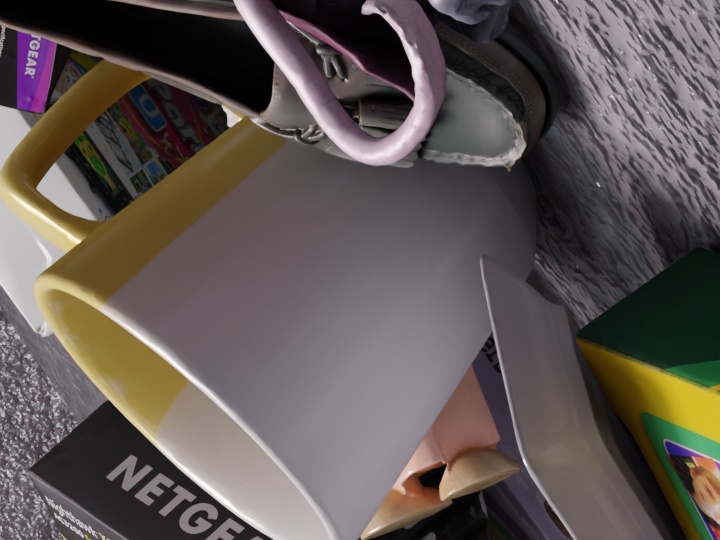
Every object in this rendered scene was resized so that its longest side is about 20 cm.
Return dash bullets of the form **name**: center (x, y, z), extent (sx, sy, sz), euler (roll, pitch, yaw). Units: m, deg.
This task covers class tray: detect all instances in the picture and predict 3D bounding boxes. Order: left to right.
- **tray**: center (0.097, 0.089, 0.868), extent (0.200, 0.022, 0.107), euler (56, -166, -35)

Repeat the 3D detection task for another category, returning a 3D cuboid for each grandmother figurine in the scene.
- **grandmother figurine**: center (0.000, 0.000, 1.048), extent (0.200, 0.121, 0.061), euler (66, -164, 10)

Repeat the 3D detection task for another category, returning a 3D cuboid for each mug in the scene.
- **mug**: center (-0.027, -0.010, 0.949), extent (0.187, 0.153, 0.149), euler (45, 165, -10)

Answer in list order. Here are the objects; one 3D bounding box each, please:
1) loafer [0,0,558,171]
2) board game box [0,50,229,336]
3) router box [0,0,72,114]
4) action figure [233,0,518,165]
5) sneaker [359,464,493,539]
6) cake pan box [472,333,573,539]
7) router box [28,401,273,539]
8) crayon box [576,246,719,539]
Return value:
- **loafer**: center (-0.035, -0.072, 0.872), extent (0.200, 0.063, 0.072), euler (22, 137, 9)
- **board game box**: center (-0.132, -0.071, 1.210), extent (0.148, 0.064, 0.200), euler (55, -158, -6)
- **router box**: center (-0.174, -0.132, 1.002), extent (0.200, 0.149, 0.051), euler (-84, 7, -65)
- **action figure**: center (-0.048, -0.115, 0.785), extent (0.200, 0.149, 0.134), euler (26, 142, 2)
- **sneaker**: center (-0.004, 0.073, 1.129), extent (0.200, 0.066, 0.091), euler (52, 173, 17)
- **cake pan box**: center (0.043, 0.058, 1.166), extent (0.200, 0.052, 0.184), euler (54, 166, 5)
- **router box**: center (-0.042, 0.161, 1.124), extent (0.200, 0.052, 0.157), euler (27, 150, 42)
- **crayon box**: center (0.166, 0.099, 0.785), extent (0.200, 0.058, 0.173), euler (60, 166, -18)
